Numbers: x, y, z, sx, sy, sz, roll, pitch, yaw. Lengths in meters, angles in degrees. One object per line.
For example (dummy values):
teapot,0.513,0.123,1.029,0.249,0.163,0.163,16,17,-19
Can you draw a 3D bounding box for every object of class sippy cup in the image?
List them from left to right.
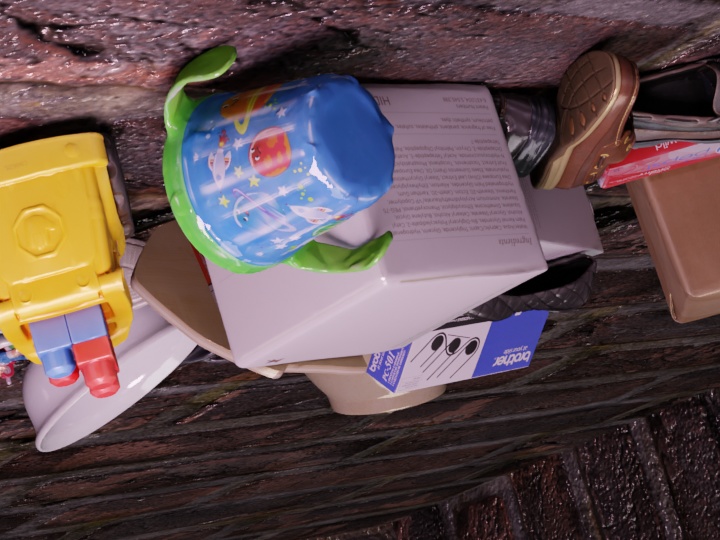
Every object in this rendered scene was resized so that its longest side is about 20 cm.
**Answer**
sippy cup,-0.050,-0.078,1.405,0.130,0.140,0.178,-17,160,39

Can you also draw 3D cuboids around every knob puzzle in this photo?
knob puzzle,-0.110,0.025,1.683,0.219,0.220,0.030,-4,137,-43

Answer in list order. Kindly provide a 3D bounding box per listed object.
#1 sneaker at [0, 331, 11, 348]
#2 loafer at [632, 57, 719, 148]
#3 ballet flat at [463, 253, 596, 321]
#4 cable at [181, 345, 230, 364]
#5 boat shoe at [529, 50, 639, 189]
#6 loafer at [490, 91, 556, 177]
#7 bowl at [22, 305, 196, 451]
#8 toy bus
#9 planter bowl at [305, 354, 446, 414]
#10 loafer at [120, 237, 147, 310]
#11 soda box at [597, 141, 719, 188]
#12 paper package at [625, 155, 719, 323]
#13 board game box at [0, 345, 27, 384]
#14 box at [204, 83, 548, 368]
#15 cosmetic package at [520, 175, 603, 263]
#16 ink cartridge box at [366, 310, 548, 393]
sneaker,-0.274,0.036,1.782,0.199,0.073,0.072,-20,164,10
loafer,0.297,-0.151,1.732,0.199,0.072,0.063,-12,160,-9
ballet flat,0.140,0.010,1.826,0.200,0.066,0.057,-4,125,-42
cable,-0.163,0.061,2.086,0.163,0.051,0.200,-32,158,33
boat shoe,0.200,-0.126,1.661,0.067,0.072,0.200,4,158,-12
loafer,0.089,-0.083,1.708,0.072,0.073,0.200,15,128,-25
bowl,-0.250,0.077,1.871,0.201,0.090,0.201,-38,171,-7
toy bus,-0.225,0.010,1.484,0.135,0.193,0.200,-17,168,-6
planter bowl,0.017,0.066,1.974,0.199,0.135,0.200,-10,-170,2
loafer,-0.258,0.011,1.721,0.199,0.072,0.063,-9,175,3
soda box,0.309,-0.137,1.806,0.199,0.064,0.070,-16,167,-3
paper package,0.370,-0.069,1.878,0.199,0.191,0.103,-17,164,-2
board game box,-0.348,0.084,1.948,0.158,0.039,0.200,-12,166,-19
box,0.003,-0.037,1.605,0.200,0.172,0.199,-4,161,-43
cosmetic package,0.147,-0.057,1.855,0.074,0.102,0.200,-23,164,27
ink cartridge box,0.099,0.055,1.883,0.200,0.044,0.094,-7,124,-46
